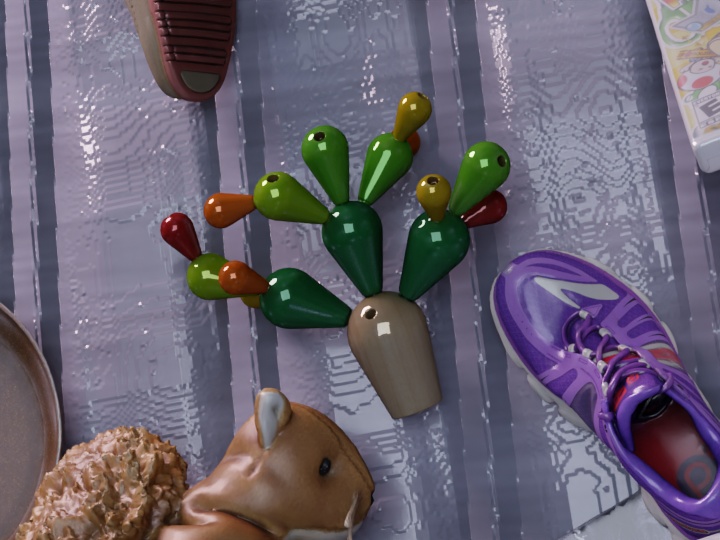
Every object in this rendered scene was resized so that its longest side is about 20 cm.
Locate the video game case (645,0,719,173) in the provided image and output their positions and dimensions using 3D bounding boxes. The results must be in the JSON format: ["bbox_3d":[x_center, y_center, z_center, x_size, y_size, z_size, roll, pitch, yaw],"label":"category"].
[{"bbox_3d":[0.253,-0.143,1.016,0.199,0.023,0.183,-21,35,13],"label":"video game case"}]

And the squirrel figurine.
[{"bbox_3d":[-0.091,0.147,1.043,0.199,0.142,0.188,22,77,12],"label":"squirrel figurine"}]

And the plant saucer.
[{"bbox_3d":[-0.264,0.104,1.145,0.199,0.032,0.202,-2,79,12],"label":"plant saucer"}]

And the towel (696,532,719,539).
[{"bbox_3d":[0.248,0.209,0.971,0.145,0.030,0.201,-21,96,5],"label":"towel"}]

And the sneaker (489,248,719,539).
[{"bbox_3d":[0.142,0.057,1.026,0.081,0.083,0.200,-42,62,-1],"label":"sneaker"}]

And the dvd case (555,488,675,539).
[{"bbox_3d":[0.204,0.198,1.022,0.148,0.016,0.201,-31,74,5],"label":"dvd case"}]

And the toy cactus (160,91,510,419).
[{"bbox_3d":[0.000,0.000,1.086,0.199,0.102,0.166,-20,93,6],"label":"toy cactus"}]

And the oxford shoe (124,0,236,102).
[{"bbox_3d":[-0.128,-0.190,1.167,0.074,0.070,0.201,-20,74,36],"label":"oxford shoe"}]
